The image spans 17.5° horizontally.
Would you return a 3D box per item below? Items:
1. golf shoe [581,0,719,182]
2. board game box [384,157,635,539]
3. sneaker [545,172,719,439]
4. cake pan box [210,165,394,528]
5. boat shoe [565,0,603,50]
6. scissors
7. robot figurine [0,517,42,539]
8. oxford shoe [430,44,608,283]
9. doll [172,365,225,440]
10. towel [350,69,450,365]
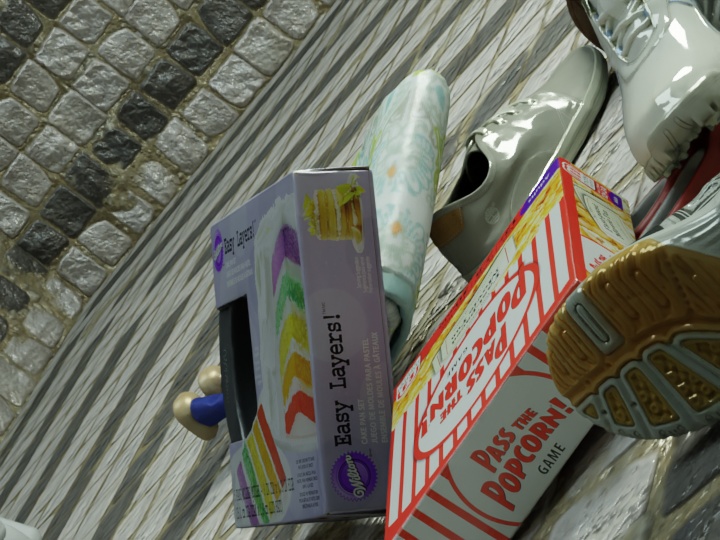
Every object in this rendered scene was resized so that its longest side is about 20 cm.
[{"bbox_3d":[0.138,-0.111,1.140,0.078,0.097,0.200,-49,8,22],"label":"golf shoe"},{"bbox_3d":[0.072,0.044,1.084,0.152,0.046,0.200,-56,8,15],"label":"board game box"},{"bbox_3d":[0.154,-0.009,0.880,0.200,0.076,0.088,-42,-2,37],"label":"sneaker"},{"bbox_3d":[-0.034,0.048,1.300,0.200,0.052,0.186,159,109,-72],"label":"cake pan box"},{"bbox_3d":[0.178,-0.208,1.401,0.075,0.075,0.203,-38,-18,-24],"label":"boat shoe"},{"bbox_3d":[0.184,-0.082,1.143,0.201,0.014,0.073,-54,6,-14],"label":"scissors"},{"bbox_3d":[-0.345,0.299,2.072,0.200,0.112,0.171,-67,-11,-57],"label":"robot figurine"},{"bbox_3d":[0.097,-0.076,1.425,0.075,0.058,0.200,-44,11,53],"label":"oxford shoe"},{"bbox_3d":[-0.059,0.061,1.720,0.200,0.049,0.137,-37,8,40],"label":"doll"},{"bbox_3d":[0.000,0.000,1.417,0.200,0.048,0.172,118,164,-53],"label":"towel"}]
